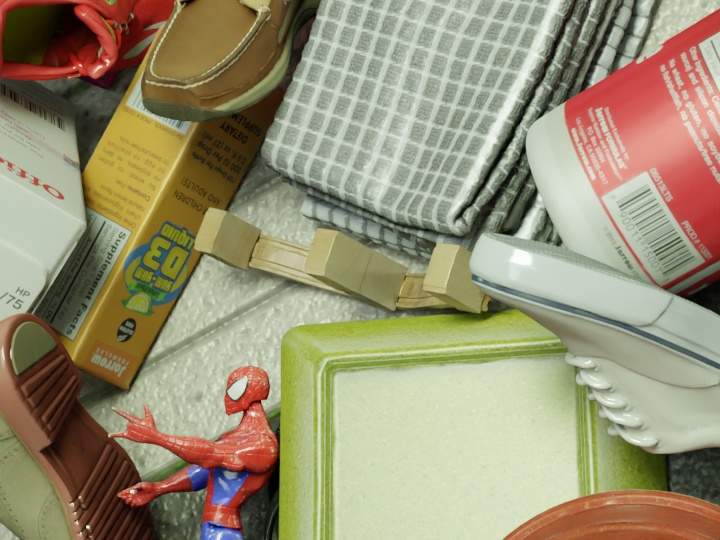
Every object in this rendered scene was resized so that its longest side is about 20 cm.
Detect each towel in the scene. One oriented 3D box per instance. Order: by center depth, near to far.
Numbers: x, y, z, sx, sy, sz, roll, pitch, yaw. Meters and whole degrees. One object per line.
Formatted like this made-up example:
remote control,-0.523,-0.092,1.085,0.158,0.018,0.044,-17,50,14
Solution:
towel,0.048,-0.108,1.016,0.165,0.085,0.201,21,85,35

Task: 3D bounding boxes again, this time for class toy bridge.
toy bridge,0.000,0.000,1.015,0.199,0.067,0.027,10,77,44

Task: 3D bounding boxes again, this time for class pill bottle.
pill bottle,0.188,-0.070,0.903,0.199,0.112,0.113,-30,60,18

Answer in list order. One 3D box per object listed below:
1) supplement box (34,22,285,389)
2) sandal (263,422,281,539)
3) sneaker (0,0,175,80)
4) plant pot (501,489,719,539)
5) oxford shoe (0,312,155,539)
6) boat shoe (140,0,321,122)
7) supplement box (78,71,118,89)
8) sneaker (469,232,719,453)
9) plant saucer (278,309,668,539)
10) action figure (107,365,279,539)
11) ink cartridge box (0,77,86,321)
supplement box,-0.124,-0.036,1.106,0.069,0.066,0.201,29,90,33
sandal,-0.016,0.160,0.983,0.075,0.048,0.202,-18,65,24
sneaker,-0.160,-0.134,1.090,0.085,0.199,0.078,26,117,34
plant pot,0.108,0.196,0.771,0.199,0.195,0.203,-1,87,11
oxford shoe,-0.169,0.115,1.024,0.074,0.071,0.201,-12,112,23
boat shoe,-0.066,-0.157,1.049,0.075,0.074,0.200,8,39,20
supplement box,-0.218,-0.200,1.138,0.101,0.200,0.104,25,85,34
sneaker,0.130,0.045,0.858,0.071,0.199,0.073,-65,20,3
plant saucer,0.049,0.110,0.931,0.198,0.048,0.202,-5,70,13
action figure,-0.099,0.143,0.994,0.098,0.065,0.202,15,87,-10
ink cartridge box,-0.255,-0.040,1.076,0.147,0.146,0.200,-54,21,14
